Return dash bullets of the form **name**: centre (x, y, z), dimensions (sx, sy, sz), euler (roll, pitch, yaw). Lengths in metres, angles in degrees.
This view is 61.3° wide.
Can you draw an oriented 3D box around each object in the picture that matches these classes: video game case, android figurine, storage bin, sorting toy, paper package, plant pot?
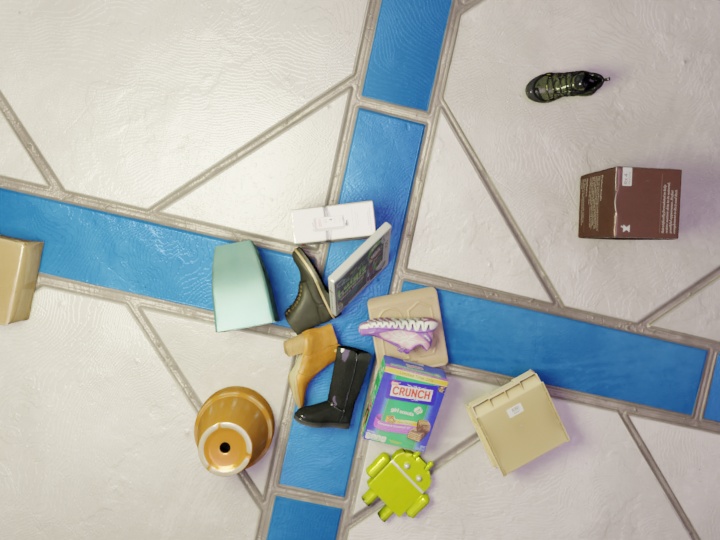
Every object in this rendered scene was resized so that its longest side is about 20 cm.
- **video game case**: centre (0.000, 0.000, 1.446), dimensions (0.023, 0.183, 0.200), euler (38, 68, 19)
- **android figurine**: centre (0.102, 0.549, 1.573), dimensions (0.200, 0.041, 0.182), euler (-43, 95, 0)
- **storage bin**: centre (0.398, 0.386, 1.560), dimensions (0.198, 0.094, 0.201), euler (-27, 94, -2)
- **sorting toy**: centre (0.121, 0.157, 1.562), dimensions (0.182, 0.036, 0.204), euler (-10, 89, -4)
- **paper package**: centre (-0.880, 0.011, 1.444), dimensions (0.187, 0.103, 0.204), euler (12, 92, -3)
- **plant pot**: centre (-0.311, 0.399, 1.463), dimensions (0.196, 0.183, 0.204), euler (0, 93, -4)
- **plant pot**: centre (-0.285, 0.037, 1.474), dimensions (0.139, 0.141, 0.204), euler (-9, 86, -4)

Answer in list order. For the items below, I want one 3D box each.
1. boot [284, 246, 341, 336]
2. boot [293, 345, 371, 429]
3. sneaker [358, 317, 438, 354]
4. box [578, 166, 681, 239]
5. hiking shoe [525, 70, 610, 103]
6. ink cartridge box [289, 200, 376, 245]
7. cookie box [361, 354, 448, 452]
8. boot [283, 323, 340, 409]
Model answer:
- **boot**: centre (-0.153, 0.058, 1.517), dimensions (0.137, 0.077, 0.202), euler (-30, 93, 3)
- **boot**: centre (-0.068, 0.285, 1.511), dimensions (0.163, 0.065, 0.203), euler (12, 100, -35)
- **sneaker**: centre (0.094, 0.163, 1.506), dimensions (0.196, 0.080, 0.090), euler (1, 96, -4)
- **box**: centre (0.657, -0.160, 1.501), dimensions (0.161, 0.200, 0.169), euler (2, 93, -5)
- **hiking shoe**: centre (0.516, -0.472, 1.525), dimensions (0.196, 0.101, 0.077), euler (-10, 93, -4)
- **ink cartridge box**: centre (-0.067, -0.112, 1.476), dimensions (0.196, 0.147, 0.084), euler (-6, 90, -3)
- **cookie box**: centre (0.108, 0.333, 1.522), dimensions (0.168, 0.075, 0.203), euler (15, 103, -9)
- **boot**: centre (-0.112, 0.243, 1.532), dimensions (0.142, 0.071, 0.205), euler (-14, 111, -22)
